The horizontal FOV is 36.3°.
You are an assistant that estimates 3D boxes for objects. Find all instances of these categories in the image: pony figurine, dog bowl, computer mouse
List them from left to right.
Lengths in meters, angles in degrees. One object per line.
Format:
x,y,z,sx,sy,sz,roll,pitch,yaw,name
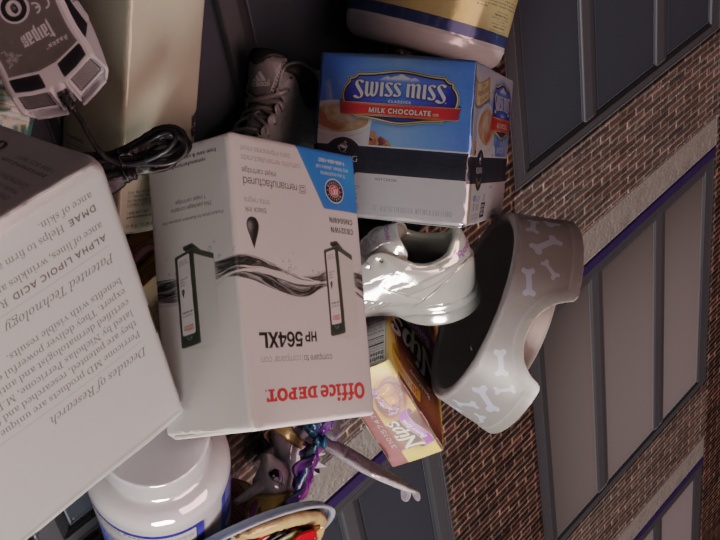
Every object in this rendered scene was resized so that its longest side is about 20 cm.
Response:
-0.202,-0.141,0.720,0.110,0.044,0.200,-26,100,4,computer mouse
-0.045,0.146,1.036,0.193,0.166,0.200,25,67,-53,pony figurine
0.123,0.039,0.971,0.059,0.200,0.200,21,92,-10,dog bowl

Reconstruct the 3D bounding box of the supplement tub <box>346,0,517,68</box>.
0.077,-0.286,0.948,0.144,0.144,0.200,3,106,-50,supplement tub

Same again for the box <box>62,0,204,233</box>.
-0.165,-0.134,0.791,0.068,0.082,0.200,-12,119,-46,box

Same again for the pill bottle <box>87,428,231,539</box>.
-0.158,0.163,0.865,0.112,0.112,0.200,-44,163,-26,pill bottle

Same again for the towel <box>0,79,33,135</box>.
-0.289,-0.060,0.729,0.147,0.022,0.200,2,106,-51,towel

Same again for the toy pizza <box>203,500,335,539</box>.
-0.107,0.256,0.929,0.200,0.032,0.200,-25,158,-11,toy pizza

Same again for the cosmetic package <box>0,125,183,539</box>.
-0.242,0.035,0.680,0.165,0.165,0.200,-39,135,-33,cosmetic package

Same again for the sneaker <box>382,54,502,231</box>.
0.077,-0.121,1.073,0.076,0.091,0.200,0,110,-58,sneaker

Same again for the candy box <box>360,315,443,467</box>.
0.029,0.070,1.027,0.117,0.056,0.200,59,20,-30,candy box

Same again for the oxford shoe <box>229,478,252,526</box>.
-0.174,0.257,1.002,0.200,0.071,0.074,-25,148,-38,oxford shoe

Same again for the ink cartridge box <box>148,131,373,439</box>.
-0.068,0.015,0.792,0.146,0.084,0.200,3,80,-55,ink cartridge box

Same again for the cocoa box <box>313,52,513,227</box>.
0.050,-0.112,0.947,0.200,0.133,0.131,-17,113,-73,cocoa box

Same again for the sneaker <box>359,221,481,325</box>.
0.000,0.000,0.933,0.075,0.200,0.100,-94,176,-51,sneaker

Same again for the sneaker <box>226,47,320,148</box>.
-0.094,-0.120,0.898,0.200,0.075,0.116,-34,128,-48,sneaker

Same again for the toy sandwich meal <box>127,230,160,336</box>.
-0.157,0.058,0.902,0.205,0.070,0.205,-25,126,-40,toy sandwich meal
